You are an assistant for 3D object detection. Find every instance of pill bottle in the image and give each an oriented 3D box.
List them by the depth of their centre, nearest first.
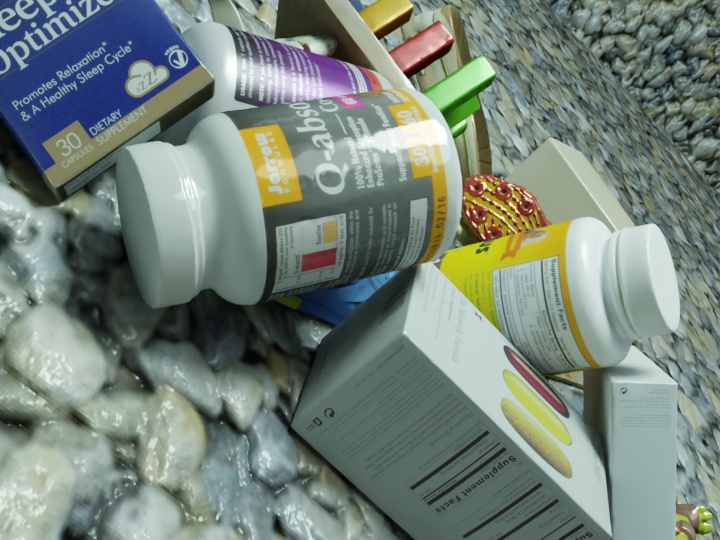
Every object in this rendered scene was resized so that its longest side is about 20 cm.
[{"bbox_3d":[-0.044,-0.044,0.602,0.196,0.117,0.118,-13,60,-25],"label":"pill bottle"},{"bbox_3d":[-0.074,-0.111,0.702,0.197,0.113,0.114,10,44,-32],"label":"pill bottle"},{"bbox_3d":[0.133,0.025,0.731,0.109,0.197,0.112,30,54,-52],"label":"pill bottle"}]

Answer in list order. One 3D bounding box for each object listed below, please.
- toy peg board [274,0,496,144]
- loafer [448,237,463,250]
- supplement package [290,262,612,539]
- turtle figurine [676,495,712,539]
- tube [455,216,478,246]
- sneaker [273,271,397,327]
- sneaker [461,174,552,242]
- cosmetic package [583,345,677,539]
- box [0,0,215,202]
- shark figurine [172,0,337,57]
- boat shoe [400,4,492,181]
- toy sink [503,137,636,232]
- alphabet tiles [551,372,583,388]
[{"bbox_3d":[0.019,-0.173,0.857,0.201,0.097,0.200,54,-17,9],"label":"toy peg board"},{"bbox_3d":[0.049,-0.017,0.847,0.199,0.062,0.073,35,53,-24],"label":"loafer"},{"bbox_3d":[0.067,0.111,0.666,0.200,0.109,0.114,44,26,-13],"label":"supplement package"},{"bbox_3d":[0.288,0.278,0.860,0.161,0.064,0.204,0,68,-64],"label":"turtle figurine"},{"bbox_3d":[0.108,-0.037,0.974,0.052,0.058,0.198,51,26,23],"label":"tube"},{"bbox_3d":[0.000,0.000,0.745,0.198,0.078,0.067,23,34,-46],"label":"sneaker"},{"bbox_3d":[0.166,-0.016,0.921,0.199,0.074,0.077,39,-11,-10],"label":"sneaker"},{"bbox_3d":[0.209,0.147,0.766,0.200,0.050,0.154,-26,117,-82],"label":"cosmetic package"},{"bbox_3d":[-0.196,-0.159,0.599,0.201,0.120,0.032,52,-14,6],"label":"box"},{"bbox_3d":[-0.136,-0.186,0.801,0.212,0.129,0.090,33,-1,5],"label":"shark figurine"},{"bbox_3d":[0.086,-0.156,0.962,0.072,0.064,0.204,-28,106,-70],"label":"boat shoe"},{"bbox_3d":[0.242,-0.025,1.093,0.111,0.130,0.202,8,45,-55],"label":"toy sink"},{"bbox_3d":[0.167,0.042,1.041,0.198,0.008,0.169,21,39,-47],"label":"alphabet tiles"}]
